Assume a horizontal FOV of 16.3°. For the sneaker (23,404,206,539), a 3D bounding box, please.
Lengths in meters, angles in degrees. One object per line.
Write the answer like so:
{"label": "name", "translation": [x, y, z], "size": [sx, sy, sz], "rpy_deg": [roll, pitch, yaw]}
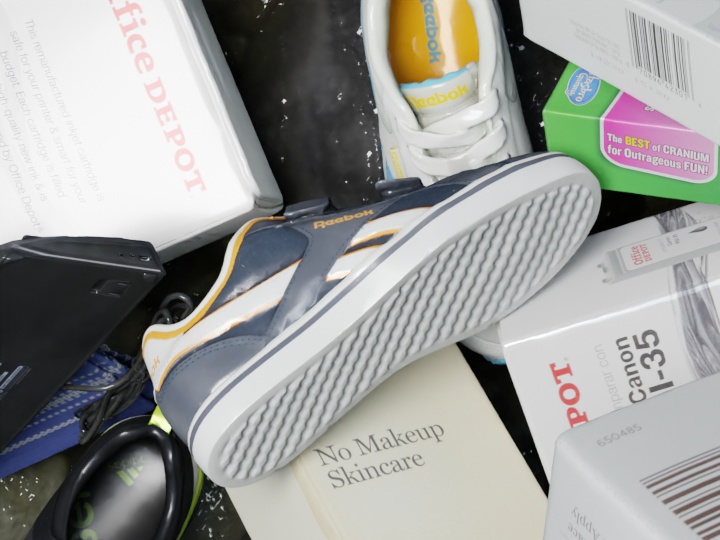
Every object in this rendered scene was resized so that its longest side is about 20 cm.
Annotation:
{"label": "sneaker", "translation": [-0.130, 0.143, 1.073], "size": [0.072, 0.083, 0.200], "rpy_deg": [24, 78, 3]}

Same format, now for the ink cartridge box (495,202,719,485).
{"label": "ink cartridge box", "translation": [0.170, 0.047, 1.076], "size": [0.200, 0.083, 0.147], "rpy_deg": [-18, 113, 7]}

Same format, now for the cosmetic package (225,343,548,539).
{"label": "cosmetic package", "translation": [0.014, 0.102, 1.068], "size": [0.103, 0.073, 0.200], "rpy_deg": [-13, 57, -29]}

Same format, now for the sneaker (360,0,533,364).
{"label": "sneaker", "translation": [0.041, -0.054, 1.119], "size": [0.076, 0.081, 0.200], "rpy_deg": [-16, 89, 6]}

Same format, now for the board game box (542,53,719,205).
{"label": "board game box", "translation": [0.196, -0.086, 1.047], "size": [0.200, 0.040, 0.153], "rpy_deg": [9, 46, 23]}

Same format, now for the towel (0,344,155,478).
{"label": "towel", "translation": [-0.193, 0.047, 1.095], "size": [0.145, 0.200, 0.024], "rpy_deg": [-26, 60, 16]}

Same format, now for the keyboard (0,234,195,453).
{"label": "keyboard", "translation": [-0.142, 0.044, 1.069], "size": [0.200, 0.127, 0.021], "rpy_deg": [-43, 50, 42]}

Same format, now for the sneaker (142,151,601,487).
{"label": "sneaker", "translation": [0.000, 0.000, 1.023], "size": [0.200, 0.078, 0.079], "rpy_deg": [-33, 55, -12]}

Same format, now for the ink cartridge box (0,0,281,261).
{"label": "ink cartridge box", "translation": [-0.154, -0.055, 1.137], "size": [0.200, 0.083, 0.147], "rpy_deg": [-23, 87, 8]}

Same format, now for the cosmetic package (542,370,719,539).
{"label": "cosmetic package", "translation": [0.175, 0.158, 0.957], "size": [0.165, 0.200, 0.165], "rpy_deg": [-18, 42, -28]}

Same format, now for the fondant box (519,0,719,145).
{"label": "fondant box", "translation": [0.182, -0.139, 1.035], "size": [0.200, 0.058, 0.144], "rpy_deg": [-34, 45, -23]}
